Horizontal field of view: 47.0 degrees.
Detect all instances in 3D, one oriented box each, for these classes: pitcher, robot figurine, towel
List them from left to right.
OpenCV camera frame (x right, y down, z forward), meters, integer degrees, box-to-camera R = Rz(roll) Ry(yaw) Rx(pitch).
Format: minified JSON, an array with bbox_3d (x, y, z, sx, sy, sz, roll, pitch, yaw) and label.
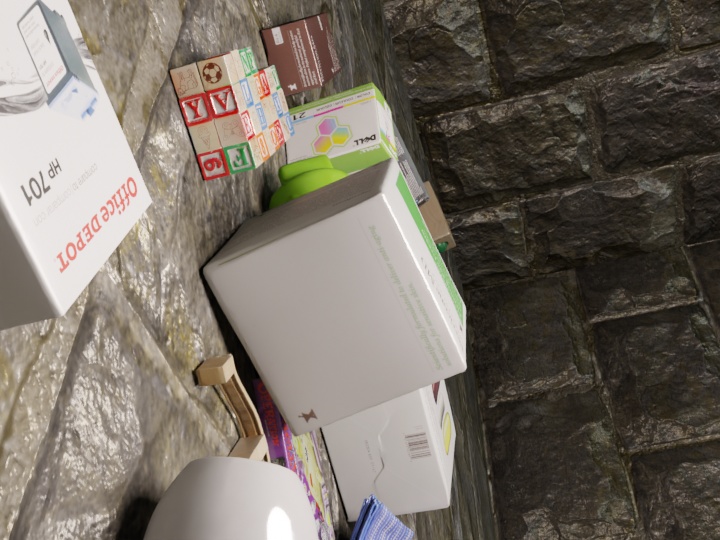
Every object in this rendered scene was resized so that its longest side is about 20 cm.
[{"bbox_3d":[-0.094,0.243,0.569,0.172,0.121,0.201,102,-6,-64],"label":"pitcher"},{"bbox_3d":[-0.042,-0.044,1.022,0.176,0.115,0.201,100,-29,-62],"label":"robot figurine"},{"bbox_3d":[0.018,0.374,1.038,0.145,0.024,0.200,-67,154,-22],"label":"towel"}]

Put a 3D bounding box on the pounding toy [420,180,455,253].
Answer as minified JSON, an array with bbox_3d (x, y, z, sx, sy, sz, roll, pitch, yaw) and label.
[{"bbox_3d":[0.159,-0.106,2.186,0.184,0.142,0.201,39,30,-74],"label":"pounding toy"}]

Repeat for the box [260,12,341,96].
[{"bbox_3d":[-0.088,-0.337,1.277,0.200,0.075,0.101,-69,146,-67],"label":"box"}]

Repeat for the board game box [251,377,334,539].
[{"bbox_3d":[-0.071,0.211,0.903,0.120,0.032,0.201,4,74,-74],"label":"board game box"}]

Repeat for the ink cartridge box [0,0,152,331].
[{"bbox_3d":[-0.199,-0.087,0.419,0.147,0.085,0.201,-81,155,-62],"label":"ink cartridge box"}]

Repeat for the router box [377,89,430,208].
[{"bbox_3d":[0.015,-0.185,1.353,0.201,0.062,0.150,62,-21,-14],"label":"router box"}]

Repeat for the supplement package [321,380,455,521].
[{"bbox_3d":[0.042,0.205,1.157,0.200,0.146,0.192,-63,140,-71],"label":"supplement package"}]

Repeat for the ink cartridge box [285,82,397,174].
[{"bbox_3d":[-0.024,-0.148,1.183,0.076,0.147,0.201,46,33,-59],"label":"ink cartridge box"}]

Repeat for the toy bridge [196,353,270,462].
[{"bbox_3d":[-0.105,0.172,0.765,0.067,0.027,0.201,-62,139,-75],"label":"toy bridge"}]

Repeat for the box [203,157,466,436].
[{"bbox_3d":[-0.016,0.022,0.856,0.200,0.199,0.171,64,15,-14],"label":"box"}]

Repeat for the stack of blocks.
[{"bbox_3d":[-0.133,-0.182,0.911,0.200,0.058,0.116,-69,146,-70],"label":"stack of blocks"}]
